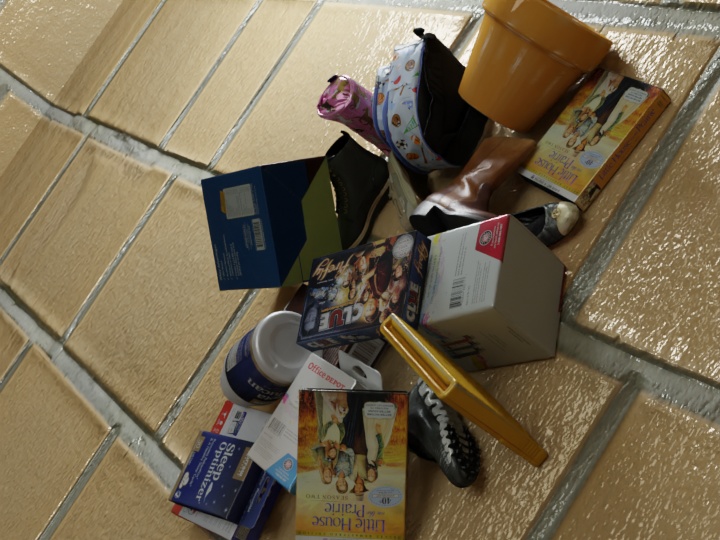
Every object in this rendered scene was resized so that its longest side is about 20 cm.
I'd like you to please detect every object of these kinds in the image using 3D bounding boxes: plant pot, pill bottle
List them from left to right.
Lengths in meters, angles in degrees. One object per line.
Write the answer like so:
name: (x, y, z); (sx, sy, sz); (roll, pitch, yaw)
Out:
pill bottle: (-0.144, 0.144, 1.630); (0.200, 0.111, 0.111); (-40, 31, 56)
plant pot: (0.246, -0.316, 1.614); (0.184, 0.200, 0.200); (-59, 33, 18)

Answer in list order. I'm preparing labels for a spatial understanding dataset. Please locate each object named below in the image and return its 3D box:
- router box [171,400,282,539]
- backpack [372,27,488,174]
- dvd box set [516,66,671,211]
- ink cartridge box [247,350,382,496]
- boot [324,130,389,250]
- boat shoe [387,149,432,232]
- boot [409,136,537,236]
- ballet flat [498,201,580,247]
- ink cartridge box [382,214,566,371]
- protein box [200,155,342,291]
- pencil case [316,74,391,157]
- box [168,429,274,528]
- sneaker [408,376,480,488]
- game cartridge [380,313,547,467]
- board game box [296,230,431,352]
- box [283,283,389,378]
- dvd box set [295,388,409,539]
router box: (-0.190, 0.315, 1.672); (0.179, 0.049, 0.201); (5, 64, 50)
backpack: (0.107, -0.255, 1.713); (0.154, 0.200, 0.191); (-19, 54, 40)
dvd box set: (0.331, -0.192, 1.533); (0.200, 0.029, 0.146); (-51, 35, 1)
ink cartridge box: (-0.037, 0.224, 1.511); (0.200, 0.125, 0.128); (-57, 36, -5)
boot: (-0.036, -0.122, 1.793); (0.077, 0.138, 0.201); (17, 75, 52)
boat shoe: (0.072, -0.131, 1.738); (0.065, 0.072, 0.200); (-53, 29, 22)
boot: (0.194, -0.115, 1.543); (0.200, 0.069, 0.188); (-44, 26, -23)
ballet flat: (0.221, -0.059, 1.520); (0.200, 0.057, 0.067); (-15, 51, 41)
ink cartridge box: (0.149, 0.039, 1.441); (0.199, 0.145, 0.146); (-14, 51, 41)
protein box: (-0.149, -0.075, 1.790); (0.200, 0.135, 0.199); (-4, 97, 54)
pencil case: (0.018, -0.253, 1.796); (0.083, 0.200, 0.087); (-46, 45, 20)
box: (-0.206, 0.314, 1.622); (0.200, 0.032, 0.122); (2, 61, 48)
sneaker: (0.098, 0.225, 1.416); (0.091, 0.066, 0.200); (-46, 34, 19)
game cartridge: (0.127, 0.150, 1.326); (0.032, 0.200, 0.176); (-47, 35, 3)
board game box: (0.003, 0.031, 1.459); (0.200, 0.035, 0.136); (-15, 55, 42)
box: (-0.048, 0.101, 1.675); (0.200, 0.075, 0.100); (26, 81, 52)
dvd box set: (-0.011, 0.256, 1.392); (0.146, 0.029, 0.201); (2, 89, 6)
